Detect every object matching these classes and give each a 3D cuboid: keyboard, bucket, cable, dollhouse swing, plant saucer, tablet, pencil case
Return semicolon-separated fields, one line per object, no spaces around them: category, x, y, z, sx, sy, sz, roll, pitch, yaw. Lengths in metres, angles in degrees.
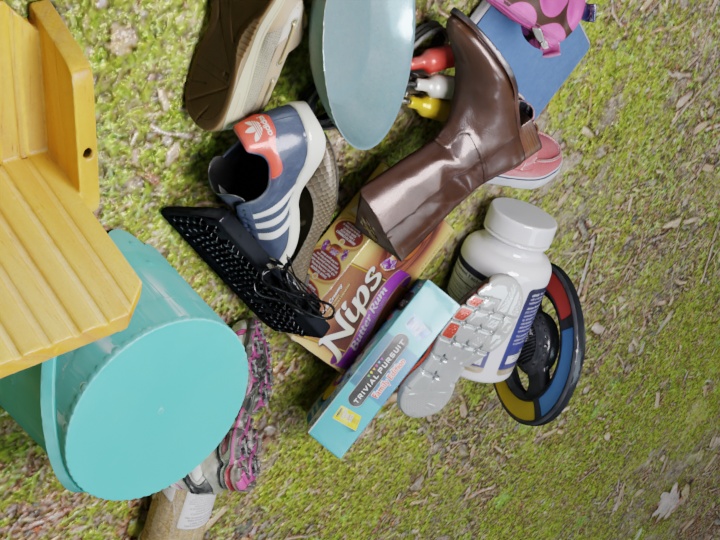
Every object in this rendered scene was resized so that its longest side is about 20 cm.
keyboard;-0.098;0.014;1.006;0.200;0.103;0.040;50;51;-45
bucket;-0.204;0.084;0.939;0.206;0.134;0.209;-27;135;-30
cable;0.033;-0.182;1.052;0.199;0.050;0.098;-16;125;-39
dollhouse swing;-0.254;-0.056;0.737;0.199;0.175;0.183;-21;134;-34
plant saucer;-0.004;-0.208;0.960;0.201;0.038;0.203;10;90;-67
tablet;0.182;-0.248;1.192;0.131;0.014;0.200;-52;145;-2
pencil case;0.133;-0.277;1.035;0.199;0.090;0.095;18;80;-43

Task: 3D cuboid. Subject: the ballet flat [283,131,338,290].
ballet flat;-0.067;-0.043;1.048;0.046;0.067;0.201;-20;139;-41

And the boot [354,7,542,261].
boot;0.061;-0.122;1.056;0.199;0.064;0.187;-35;122;-1

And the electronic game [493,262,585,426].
electronic game;0.213;0.089;1.356;0.041;0.200;0.202;6;118;-23

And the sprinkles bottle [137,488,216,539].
sprinkles bottle;-0.180;0.225;1.138;0.068;0.068;0.202;-6;123;-45

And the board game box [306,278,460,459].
board game box;0.019;0.100;1.204;0.201;0.047;0.151;-52;-177;-2

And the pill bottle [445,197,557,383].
pill bottle;0.160;0.021;1.307;0.110;0.111;0.202;-7;124;-44

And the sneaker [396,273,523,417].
sneaker;0.099;0.070;1.246;0.077;0.082;0.200;30;110;-29

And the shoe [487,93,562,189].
shoe;0.170;-0.143;1.195;0.199;0.072;0.091;-4;149;-41

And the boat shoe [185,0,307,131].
boat shoe;-0.080;-0.205;0.897;0.065;0.072;0.201;-10;132;-49

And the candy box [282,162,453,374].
candy box;0.000;0.000;1.161;0.201;0.056;0.117;-52;144;-3

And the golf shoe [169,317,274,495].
golf shoe;-0.135;0.121;1.050;0.091;0.201;0.073;-6;130;12

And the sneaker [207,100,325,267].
sneaker;-0.097;-0.065;0.972;0.084;0.075;0.201;-16;145;-29
